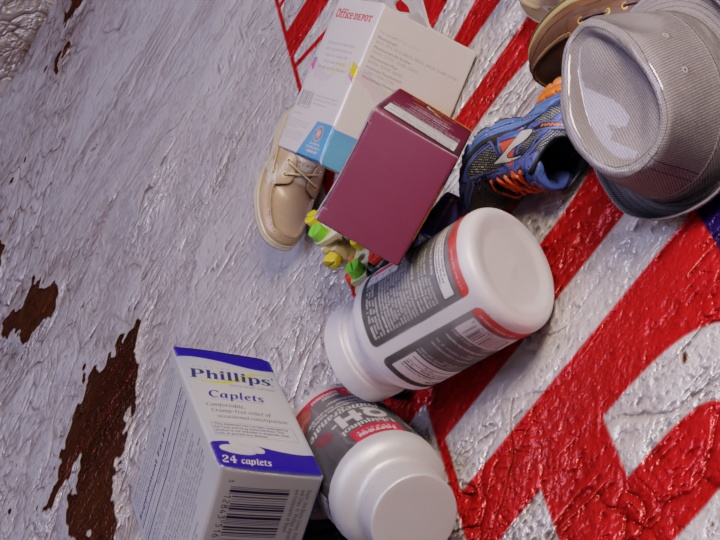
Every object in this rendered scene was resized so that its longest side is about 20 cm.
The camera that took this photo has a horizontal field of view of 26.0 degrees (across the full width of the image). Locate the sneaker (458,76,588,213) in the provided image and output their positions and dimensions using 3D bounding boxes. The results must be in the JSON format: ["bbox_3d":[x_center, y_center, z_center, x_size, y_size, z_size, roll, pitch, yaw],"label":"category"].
[{"bbox_3d":[0.154,-0.099,1.395,0.200,0.075,0.079,-42,39,45],"label":"sneaker"}]

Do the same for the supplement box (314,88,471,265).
[{"bbox_3d":[0.033,-0.088,1.396,0.111,0.085,0.200,-60,0,14],"label":"supplement box"}]

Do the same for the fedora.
[{"bbox_3d":[0.217,-0.138,1.229,0.177,0.090,0.202,-43,52,40],"label":"fedora"}]

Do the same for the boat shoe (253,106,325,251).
[{"bbox_3d":[-0.076,-0.121,1.847,0.069,0.073,0.202,-40,36,53],"label":"boat shoe"}]

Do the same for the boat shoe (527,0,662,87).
[{"bbox_3d":[0.215,-0.206,1.359,0.199,0.072,0.068,-29,43,48],"label":"boat shoe"}]

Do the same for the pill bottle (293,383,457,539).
[{"bbox_3d":[0.011,0.184,1.405,0.112,0.110,0.200,-65,26,5],"label":"pill bottle"}]

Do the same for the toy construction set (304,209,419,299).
[{"bbox_3d":[0.000,0.000,1.586,0.130,0.092,0.202,-28,49,31],"label":"toy construction set"}]

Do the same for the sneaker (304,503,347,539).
[{"bbox_3d":[-0.075,0.313,1.506,0.200,0.075,0.115,-44,32,35],"label":"sneaker"}]

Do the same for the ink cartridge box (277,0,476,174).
[{"bbox_3d":[0.022,-0.193,1.655,0.202,0.124,0.128,-66,26,3],"label":"ink cartridge box"}]

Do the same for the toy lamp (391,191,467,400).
[{"bbox_3d":[0.057,0.023,1.501,0.202,0.058,0.058,-66,26,3],"label":"toy lamp"}]

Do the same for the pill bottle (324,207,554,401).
[{"bbox_3d":[0.065,0.036,1.383,0.199,0.115,0.117,-31,43,39],"label":"pill bottle"}]

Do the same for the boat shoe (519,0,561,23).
[{"bbox_3d":[0.197,-0.270,1.449,0.200,0.064,0.073,18,86,64],"label":"boat shoe"}]

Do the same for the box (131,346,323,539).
[{"bbox_3d":[-0.129,0.203,1.454,0.200,0.104,0.186,-122,45,-55],"label":"box"}]
